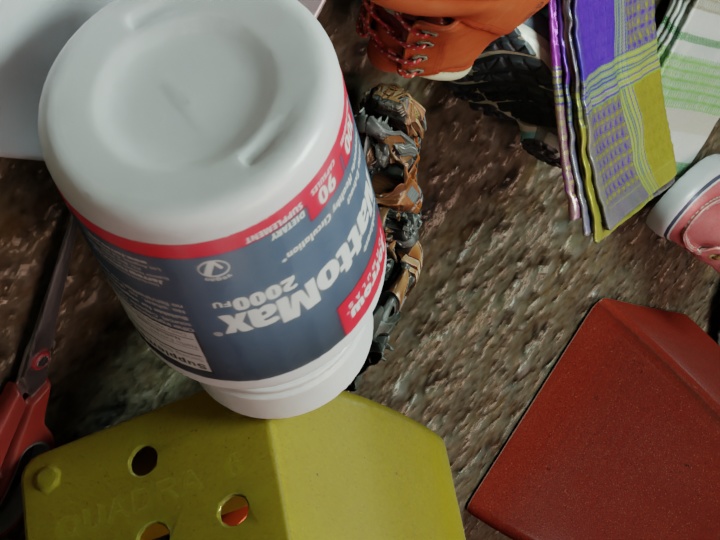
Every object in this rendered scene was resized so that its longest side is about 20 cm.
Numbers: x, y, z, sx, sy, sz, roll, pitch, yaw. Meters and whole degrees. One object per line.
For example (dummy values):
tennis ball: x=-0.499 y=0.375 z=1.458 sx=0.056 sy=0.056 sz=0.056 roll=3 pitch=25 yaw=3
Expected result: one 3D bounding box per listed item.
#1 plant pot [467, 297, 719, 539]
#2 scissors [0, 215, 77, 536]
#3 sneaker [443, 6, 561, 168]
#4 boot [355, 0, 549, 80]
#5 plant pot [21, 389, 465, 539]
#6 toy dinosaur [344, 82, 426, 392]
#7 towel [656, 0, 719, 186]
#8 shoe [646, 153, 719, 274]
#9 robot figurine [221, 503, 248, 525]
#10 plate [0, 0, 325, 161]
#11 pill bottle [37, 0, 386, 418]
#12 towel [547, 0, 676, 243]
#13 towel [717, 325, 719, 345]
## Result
plant pot: x=0.238 y=0.159 z=1.423 sx=0.200 sy=0.176 sz=0.200 roll=-59 pitch=152 yaw=12
scissors: x=-0.155 y=0.050 z=0.871 sx=0.073 sy=0.014 sz=0.201 roll=3 pitch=119 yaw=-56
sneaker: x=0.106 y=-0.123 z=1.025 sx=0.200 sy=0.077 sz=0.087 roll=35 pitch=69 yaw=-60
boot: x=0.031 y=-0.127 z=0.842 sx=0.107 sy=0.075 sz=0.200 roll=-42 pitch=166 yaw=26
plant pot: x=-0.062 y=0.164 z=0.895 sx=0.199 sy=0.201 sz=0.176 roll=-22 pitch=146 yaw=14
toy dinosaur: x=0.000 y=0.000 z=0.972 sx=0.136 sy=0.102 sz=0.201 roll=-50 pitch=135 yaw=-43
towel: x=0.227 y=-0.152 z=1.211 sx=0.149 sy=0.031 sz=0.201 roll=0 pitch=120 yaw=-60
shoe: x=0.278 y=-0.026 z=1.330 sx=0.072 sy=0.091 sz=0.200 roll=-47 pitch=162 yaw=15
robot figurine: x=-0.024 y=0.179 z=1.078 sx=0.144 sy=0.116 sz=0.200 roll=78 pitch=33 yaw=-50
plate: x=-0.077 y=-0.134 z=0.751 sx=0.199 sy=0.032 sz=0.200 roll=4 pitch=120 yaw=-58
pill bottle: x=-0.051 y=-0.020 z=0.764 sx=0.120 sy=0.119 sz=0.200 roll=-45 pitch=153 yaw=-15
towel: x=0.139 y=-0.126 z=0.988 sx=0.144 sy=0.023 sz=0.201 roll=-26 pitch=113 yaw=-58
towel: x=0.381 y=-0.004 z=1.617 sx=0.200 sy=0.034 sz=0.193 roll=-42 pitch=154 yaw=-24
